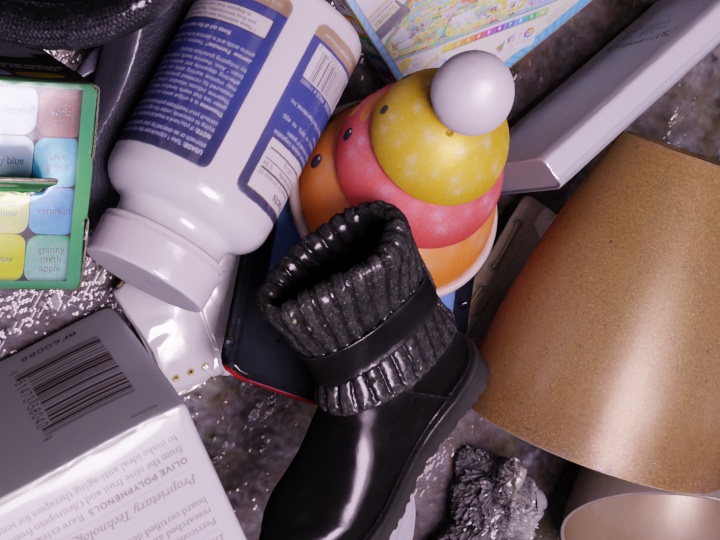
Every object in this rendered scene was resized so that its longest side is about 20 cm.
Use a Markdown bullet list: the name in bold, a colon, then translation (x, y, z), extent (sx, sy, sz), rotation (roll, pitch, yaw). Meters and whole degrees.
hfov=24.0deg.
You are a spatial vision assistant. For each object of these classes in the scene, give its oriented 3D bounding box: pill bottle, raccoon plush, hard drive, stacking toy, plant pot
- **pill bottle**: translation (-0.089, -0.081, 1.059), extent (0.111, 0.111, 0.201), rotation (34, 76, -28)
- **raccoon plush**: translation (0.069, 0.216, 1.220), extent (0.200, 0.096, 0.135), rotation (-30, 116, -48)
- **hard drive**: translation (0.171, -0.124, 1.157), extent (0.200, 0.132, 0.027), rotation (-41, 103, -16)
- **stacking toy**: translation (0.047, -0.080, 1.047), extent (0.145, 0.200, 0.147), rotation (8, 64, -16)
- **plant pot**: translation (0.181, 0.017, 1.115), extent (0.185, 0.186, 0.201), rotation (13, 100, -26)
- **plant pot**: translation (0.260, 0.153, 1.277), extent (0.200, 0.200, 0.135), rotation (33, 55, -28)

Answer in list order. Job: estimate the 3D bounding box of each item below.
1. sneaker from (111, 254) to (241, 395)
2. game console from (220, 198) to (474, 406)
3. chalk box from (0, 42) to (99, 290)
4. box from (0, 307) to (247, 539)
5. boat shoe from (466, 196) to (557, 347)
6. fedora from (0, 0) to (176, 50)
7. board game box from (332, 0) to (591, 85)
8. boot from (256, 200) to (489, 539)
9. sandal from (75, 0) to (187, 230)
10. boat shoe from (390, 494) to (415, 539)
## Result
- **sneaker**: translation (-0.081, 0.058, 1.153), extent (0.116, 0.074, 0.200), rotation (-43, 107, -5)
- **game console**: translation (0.000, 0.000, 1.138), extent (0.176, 0.031, 0.201), rotation (23, 65, -31)
- **chalk box**: translation (-0.226, -0.060, 0.977), extent (0.124, 0.200, 0.125), rotation (2, 105, -23)
- **box**: translation (-0.188, 0.163, 1.060), extent (0.199, 0.199, 0.172), rotation (-28, 114, -12)
- **boat shoe**: translation (0.078, 0.037, 1.221), extent (0.065, 0.072, 0.200), rotation (40, 92, 9)
- **fedora**: translation (-0.175, -0.213, 0.995), extent (0.199, 0.092, 0.202), rotation (0, 85, 5)
- **board game box**: translation (0.083, -0.210, 1.162), extent (0.200, 0.034, 0.135), rotation (-39, 116, -9)
- **boot**: translation (-0.018, 0.076, 1.025), extent (0.212, 0.079, 0.158), rotation (-55, 138, -19)
- **sandal**: translation (-0.157, -0.118, 1.075), extent (0.043, 0.076, 0.201), rotation (21, 93, 17)
- **boat shoe**: translation (-0.026, 0.236, 1.227), extent (0.072, 0.071, 0.201), rotation (31, 71, -15)
